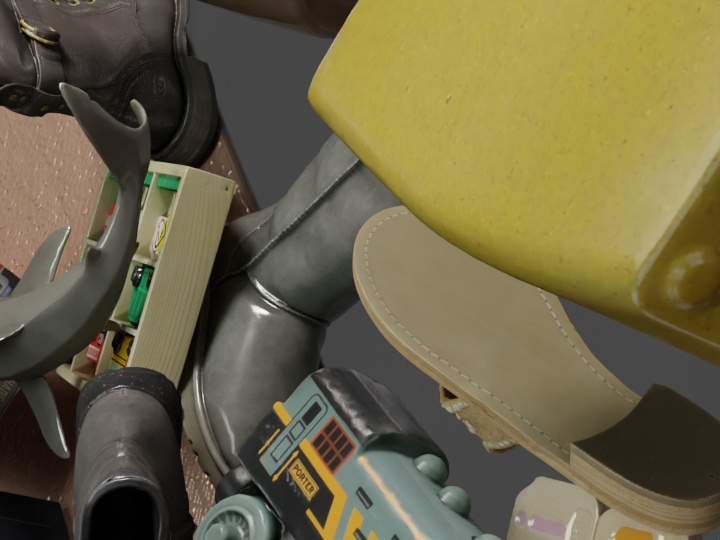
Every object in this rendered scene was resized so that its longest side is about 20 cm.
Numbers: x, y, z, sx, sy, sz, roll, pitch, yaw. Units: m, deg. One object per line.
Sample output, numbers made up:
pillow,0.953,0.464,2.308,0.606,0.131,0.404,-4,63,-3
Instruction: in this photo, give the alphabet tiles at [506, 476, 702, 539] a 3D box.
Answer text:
alphabet tiles,0.080,0.188,0.842,0.195,0.015,0.200,8,83,50

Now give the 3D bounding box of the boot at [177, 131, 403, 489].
boot,-0.001,0.000,0.975,0.200,0.073,0.182,-32,54,32

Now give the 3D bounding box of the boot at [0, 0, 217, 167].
boot,-0.173,-0.141,1.138,0.069,0.174,0.200,-52,43,24

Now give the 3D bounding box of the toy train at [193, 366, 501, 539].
toy train,0.005,0.131,0.882,0.114,0.085,0.200,-51,43,11

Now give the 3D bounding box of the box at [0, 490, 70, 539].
box,-0.243,0.213,1.069,0.124,0.200,0.197,-46,46,28

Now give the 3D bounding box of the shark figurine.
shark figurine,-0.163,0.012,1.004,0.214,0.089,0.128,-40,64,40

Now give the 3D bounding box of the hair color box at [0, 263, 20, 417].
hair color box,-0.255,0.057,1.197,0.200,0.064,0.111,-6,48,58

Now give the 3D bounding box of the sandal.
sandal,0.068,0.057,0.865,0.212,0.078,0.070,38,142,36

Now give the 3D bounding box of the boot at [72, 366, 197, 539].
boot,-0.104,0.156,0.940,0.132,0.070,0.200,-101,3,-64

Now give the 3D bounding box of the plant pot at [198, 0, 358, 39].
plant pot,-0.049,-0.202,1.031,0.175,0.200,0.200,35,105,30

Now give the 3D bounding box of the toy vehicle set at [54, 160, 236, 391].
toy vehicle set,-0.117,0.005,1.079,0.200,0.026,0.124,-167,93,-72

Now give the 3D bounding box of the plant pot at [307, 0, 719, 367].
plant pot,0.130,-0.059,0.700,0.194,0.195,0.200,-58,28,18
